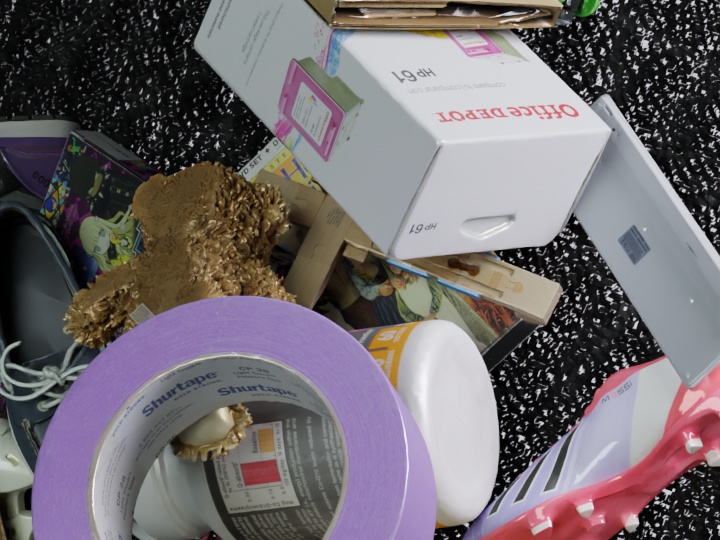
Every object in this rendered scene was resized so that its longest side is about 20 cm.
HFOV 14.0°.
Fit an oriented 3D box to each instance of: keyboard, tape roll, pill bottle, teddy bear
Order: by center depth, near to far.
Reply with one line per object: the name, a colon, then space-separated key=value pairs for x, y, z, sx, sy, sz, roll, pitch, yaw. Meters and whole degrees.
tape roll: x=-0.064 y=0.117 z=1.496 sx=0.199 sy=0.066 sz=0.201 roll=-6 pitch=64 yaw=14
teddy bear: x=-0.096 y=0.033 z=1.642 sx=0.144 sy=0.067 sz=0.201 roll=-25 pitch=42 yaw=12
keyboard: x=0.160 y=-0.019 z=1.644 sx=0.056 sy=0.011 sz=0.200 roll=-48 pitch=45 yaw=20
pill bottle: x=-0.030 y=0.096 z=1.663 sx=0.199 sy=0.116 sz=0.117 roll=-9 pitch=76 yaw=24

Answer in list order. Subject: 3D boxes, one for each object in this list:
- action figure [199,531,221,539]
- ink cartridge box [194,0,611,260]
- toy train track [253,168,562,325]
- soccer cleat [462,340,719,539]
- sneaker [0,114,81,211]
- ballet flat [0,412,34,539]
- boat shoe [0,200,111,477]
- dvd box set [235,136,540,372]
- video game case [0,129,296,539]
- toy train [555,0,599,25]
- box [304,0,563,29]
action figure: x=-0.080 y=0.191 z=1.749 sx=0.199 sy=0.052 sz=0.066 roll=-27 pitch=74 yaw=25
ink cartridge box: x=0.024 y=-0.103 z=1.671 sx=0.200 sy=0.144 sz=0.085 roll=48 pitch=127 yaw=31
toy train track: x=0.026 y=-0.011 z=1.700 sx=0.199 sy=0.033 sz=0.115 roll=21 pitch=75 yaw=23
soccer cleat: x=0.137 y=0.102 z=1.639 sx=0.200 sy=0.067 sz=0.077 roll=-35 pitch=50 yaw=19
sneaker: x=-0.270 y=-0.049 z=1.832 sx=0.199 sy=0.076 sz=0.088 roll=-3 pitch=86 yaw=-15
ballet flat: x=-0.208 y=0.154 z=1.795 sx=0.072 sy=0.068 sz=0.201 roll=-16 pitch=90 yaw=22
boat shoe: x=-0.183 y=0.054 z=1.755 sx=0.074 sy=0.062 sz=0.201 roll=-13 pitch=76 yaw=-3
dvd box set: x=0.000 y=0.000 z=1.748 sx=0.146 sy=0.029 sz=0.201 roll=-42 pitch=64 yaw=16
video game case: x=-0.141 y=0.043 z=1.795 sx=0.181 sy=0.036 sz=0.201 roll=31 pitch=108 yaw=30
toy train: x=0.131 y=-0.242 z=1.717 sx=0.056 sy=0.042 sz=0.201 roll=13 pitch=87 yaw=41
box: x=0.000 y=-0.200 z=1.693 sx=0.200 sy=0.163 sz=0.021 roll=49 pitch=130 yaw=40
